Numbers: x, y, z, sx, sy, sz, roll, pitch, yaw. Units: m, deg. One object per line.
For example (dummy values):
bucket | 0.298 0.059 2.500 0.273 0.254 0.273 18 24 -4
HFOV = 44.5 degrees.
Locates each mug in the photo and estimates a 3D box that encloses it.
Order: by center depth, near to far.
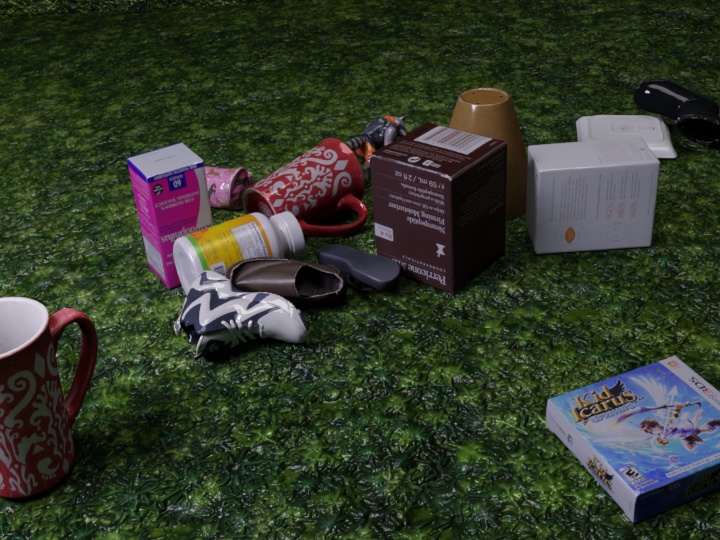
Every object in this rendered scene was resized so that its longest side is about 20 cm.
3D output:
mug | -0.392 0.150 1.044 0.173 0.204 0.134 -12 30 -14
mug | -0.091 -0.134 1.577 0.198 0.136 0.176 -31 37 -33

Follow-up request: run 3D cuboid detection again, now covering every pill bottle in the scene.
pill bottle | -0.192 -0.027 1.422 0.197 0.113 0.111 -21 34 -26

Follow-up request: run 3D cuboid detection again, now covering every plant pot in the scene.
plant pot | 0.226 -0.220 1.607 0.181 0.204 0.188 -3 30 2

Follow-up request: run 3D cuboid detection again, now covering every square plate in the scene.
square plate | 0.553 -0.287 1.846 0.193 0.029 0.201 2 31 12

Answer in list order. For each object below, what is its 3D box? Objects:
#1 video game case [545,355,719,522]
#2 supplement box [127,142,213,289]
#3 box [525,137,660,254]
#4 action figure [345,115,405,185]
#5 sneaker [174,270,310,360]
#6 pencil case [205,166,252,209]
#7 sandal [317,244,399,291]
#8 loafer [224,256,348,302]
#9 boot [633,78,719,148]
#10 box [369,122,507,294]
video game case | 0.351 0.191 1.044 0.196 0.046 0.182 -15 31 -17
supplement box | -0.307 -0.090 1.457 0.099 0.204 0.103 -21 34 -26
box | 0.382 -0.125 1.469 0.194 0.156 0.107 -3 30 2
action figure | 0.041 -0.254 1.791 0.197 0.106 0.193 16 45 35
sneaker | -0.180 0.090 1.267 0.196 0.080 0.131 25 55 10
pencil case | -0.307 -0.170 1.715 0.196 0.089 0.082 12 2 25
sandal | 0.000 0.000 1.432 0.075 0.044 0.199 -13 21 -29
loafer | -0.111 0.012 1.344 0.195 0.075 0.071 -2 -6 -11
boot | 0.664 -0.324 1.822 0.194 0.075 0.163 19 33 6
box | 0.129 -0.106 1.423 0.164 0.204 0.163 19 37 36
